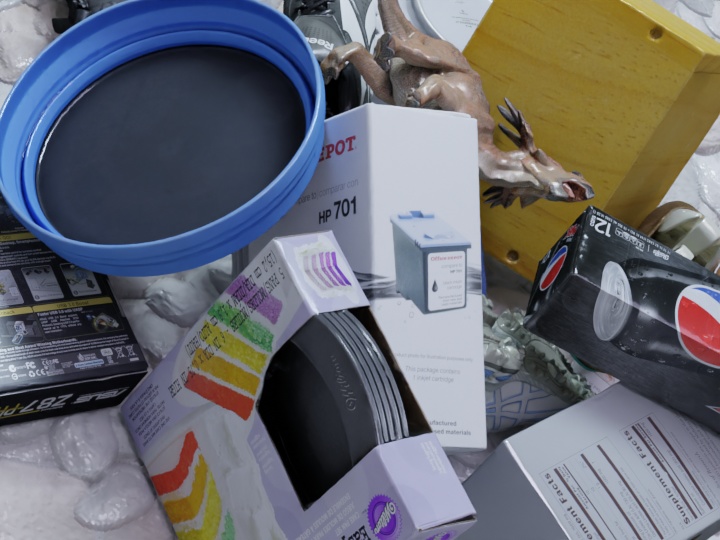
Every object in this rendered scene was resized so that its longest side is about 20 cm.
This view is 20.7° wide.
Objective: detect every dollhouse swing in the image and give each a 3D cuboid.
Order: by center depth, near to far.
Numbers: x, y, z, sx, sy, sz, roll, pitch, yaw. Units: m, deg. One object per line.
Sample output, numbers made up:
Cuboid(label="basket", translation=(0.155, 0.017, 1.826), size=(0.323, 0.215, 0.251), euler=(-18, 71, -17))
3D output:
Cuboid(label="dollhouse swing", translation=(0.158, -0.113, 1.422), size=(0.181, 0.200, 0.176), euler=(32, 20, 2))

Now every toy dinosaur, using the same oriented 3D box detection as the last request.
Cuboid(label="toy dinosaur", translation=(0.059, -0.110, 1.305), size=(0.135, 0.086, 0.201), euler=(-7, 66, -38))

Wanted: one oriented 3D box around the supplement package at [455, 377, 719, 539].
Cuboid(label="supplement package", translation=(0.159, 0.145, 1.268), size=(0.200, 0.114, 0.110), euler=(-22, 71, -40))

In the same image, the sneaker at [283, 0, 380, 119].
Cuboid(label="sneaker", translation=(-0.025, -0.152, 1.359), size=(0.091, 0.066, 0.201), euler=(49, 36, -67))

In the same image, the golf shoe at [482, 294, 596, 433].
Cuboid(label="golf shoe", translation=(0.082, 0.075, 1.302), size=(0.200, 0.097, 0.078), euler=(25, 27, -52))

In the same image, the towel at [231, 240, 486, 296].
Cuboid(label="towel", translation=(0.000, 0.000, 1.297), size=(0.199, 0.024, 0.148), euler=(0, 84, -35))

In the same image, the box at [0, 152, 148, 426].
Cuboid(label="box", translation=(-0.240, 0.014, 1.134), size=(0.199, 0.049, 0.162), euler=(-9, 64, -41))

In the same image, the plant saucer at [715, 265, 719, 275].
Cuboid(label="plant saucer", translation=(0.319, 0.068, 1.434), size=(0.199, 0.037, 0.201), euler=(8, 74, -31))

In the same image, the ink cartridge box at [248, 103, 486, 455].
Cuboid(label="ink cartridge box", translation=(0.001, 0.014, 1.188), size=(0.086, 0.146, 0.201), euler=(3, 79, -33))

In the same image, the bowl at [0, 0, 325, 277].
Cuboid(label="bowl", translation=(-0.116, -0.081, 1.161), size=(0.200, 0.039, 0.201), euler=(-7, 52, 9))

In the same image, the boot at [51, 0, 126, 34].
Cuboid(label="boot", translation=(-0.122, -0.166, 1.346), size=(0.197, 0.073, 0.163), euler=(-2, 56, -29))

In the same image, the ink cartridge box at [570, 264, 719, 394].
Cuboid(label="ink cartridge box", translation=(0.237, 0.074, 1.449), size=(0.161, 0.050, 0.200), euler=(39, 61, -4))

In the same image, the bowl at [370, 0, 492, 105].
Cuboid(label="bowl", translation=(0.059, -0.163, 1.461), size=(0.200, 0.090, 0.202), euler=(20, 48, -23))

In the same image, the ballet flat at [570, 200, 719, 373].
Cuboid(label="ballet flat", translation=(0.212, -0.002, 1.380), size=(0.068, 0.072, 0.200), euler=(48, 47, 3))

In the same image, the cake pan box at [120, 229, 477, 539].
Cuboid(label="cake pan box", translation=(-0.039, 0.103, 1.099), size=(0.052, 0.200, 0.185), euler=(-10, 66, -43))

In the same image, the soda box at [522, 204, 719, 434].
Cuboid(label="soda box", translation=(0.207, 0.043, 1.246), size=(0.199, 0.071, 0.063), euler=(27, 49, -9))
